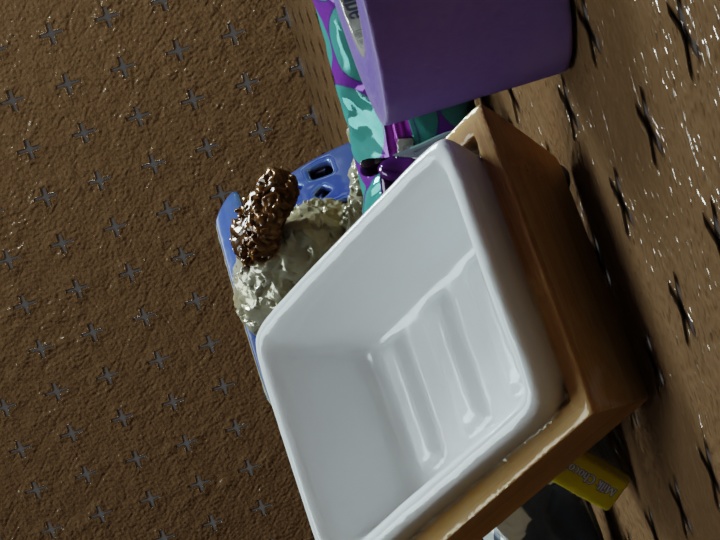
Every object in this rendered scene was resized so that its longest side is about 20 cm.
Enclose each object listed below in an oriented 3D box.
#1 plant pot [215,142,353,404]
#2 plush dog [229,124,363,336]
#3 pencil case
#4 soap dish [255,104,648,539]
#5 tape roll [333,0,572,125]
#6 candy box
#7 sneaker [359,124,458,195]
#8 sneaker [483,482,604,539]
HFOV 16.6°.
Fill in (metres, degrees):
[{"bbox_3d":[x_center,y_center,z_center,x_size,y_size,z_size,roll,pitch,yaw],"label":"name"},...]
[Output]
[{"bbox_3d":[-0.034,0.017,2.444,0.201,0.179,0.201,-108,2,-48],"label":"plant pot"},{"bbox_3d":[0.000,0.000,1.611,0.161,0.171,0.201,-110,5,-47],"label":"plush dog"},{"bbox_3d":[0.018,-0.129,1.389,0.093,0.084,0.201,-72,-32,-66],"label":"pencil case"},{"bbox_3d":[0.041,0.044,1.155,0.200,0.081,0.158,-46,54,44],"label":"soap dish"},{"bbox_3d":[0.021,-0.169,1.054,0.200,0.084,0.201,163,90,-88],"label":"tape roll"},{"bbox_3d":[0.076,0.053,1.322,0.102,0.027,0.200,28,-165,-18],"label":"candy box"},{"bbox_3d":[0.061,0.009,1.292,0.075,0.087,0.201,76,177,-49],"label":"sneaker"},{"bbox_3d":[0.102,0.156,1.435,0.200,0.079,0.130,62,165,22],"label":"sneaker"}]
